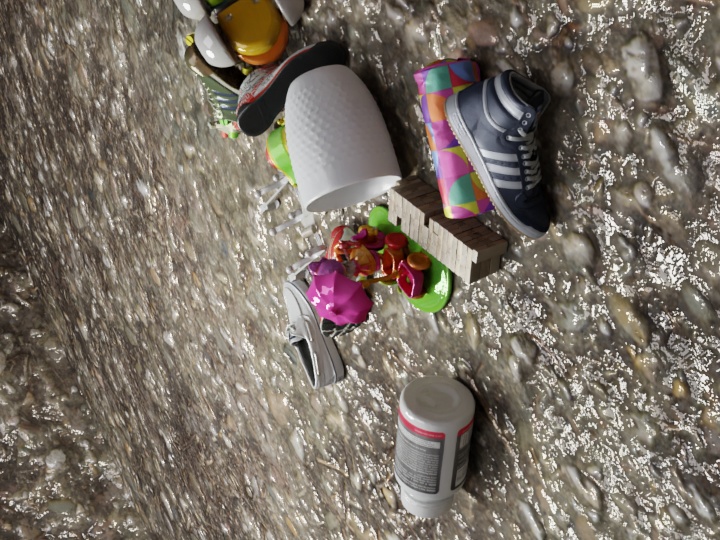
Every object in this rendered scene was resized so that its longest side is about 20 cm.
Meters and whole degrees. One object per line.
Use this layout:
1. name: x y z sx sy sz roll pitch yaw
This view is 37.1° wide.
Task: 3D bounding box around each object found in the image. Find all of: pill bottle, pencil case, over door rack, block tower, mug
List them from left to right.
1. over door rack: -0.125 -0.066 1.779 0.149 0.066 0.200 67 163 7
2. mug: -0.033 -0.187 1.538 0.200 0.146 0.178 67 -174 -82
3. pill bottle: 0.106 0.264 1.577 0.111 0.110 0.202 39 137 42
4. block tower: 0.111 -0.056 1.442 0.200 0.053 0.058 40 139 43
5. pencil case: 0.126 -0.163 1.331 0.088 0.088 0.203 3 111 58

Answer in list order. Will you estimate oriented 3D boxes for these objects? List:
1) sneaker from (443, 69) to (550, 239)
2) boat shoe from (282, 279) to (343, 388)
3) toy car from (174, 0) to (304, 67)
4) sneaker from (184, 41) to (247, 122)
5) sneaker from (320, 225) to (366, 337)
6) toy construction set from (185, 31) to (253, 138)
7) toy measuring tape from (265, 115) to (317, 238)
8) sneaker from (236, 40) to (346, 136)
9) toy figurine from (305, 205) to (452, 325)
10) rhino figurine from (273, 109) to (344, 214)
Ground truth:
1. sneaker: 0.190 -0.137 1.246 0.108 0.070 0.201 -27 102 35
2. boat shoe: -0.096 0.108 1.866 0.202 0.065 0.074 63 149 14
3. toy car: -0.180 -0.408 1.650 0.202 0.174 0.150 61 -174 12
4. sneaker: -0.219 -0.279 1.709 0.090 0.199 0.068 -36 49 27
5. sneaker: -0.028 0.017 1.717 0.085 0.076 0.202 -115 30 -49
6. toy construction set: -0.230 -0.305 1.826 0.130 0.092 0.202 18 134 25
7. toy measuring tape: -0.103 -0.148 1.581 0.074 0.073 0.203 127 140 -56
8. sneaker: -0.109 -0.295 1.615 0.067 0.201 0.109 42 -158 -29
9. toy figurine: 0.000 0.000 1.528 0.200 0.182 0.152 45 141 38
10. rhino figurine: -0.074 -0.164 1.677 0.201 0.059 0.088 55 167 24
